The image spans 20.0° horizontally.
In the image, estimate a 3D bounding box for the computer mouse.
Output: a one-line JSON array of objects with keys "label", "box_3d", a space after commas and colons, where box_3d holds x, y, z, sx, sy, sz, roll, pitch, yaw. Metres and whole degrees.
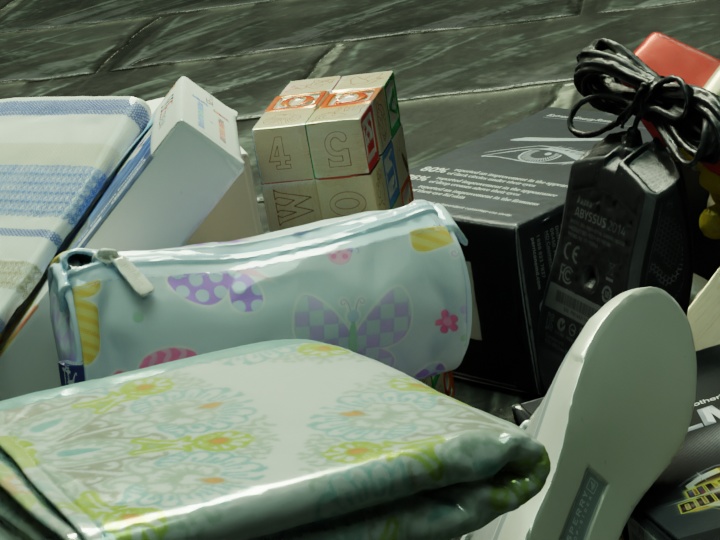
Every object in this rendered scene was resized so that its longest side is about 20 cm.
[{"label": "computer mouse", "box_3d": [0.148, -0.011, 1.079, 0.053, 0.201, 0.138, 2, 19, -30]}]

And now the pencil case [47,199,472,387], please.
[{"label": "pencil case", "box_3d": [-0.048, 0.020, 0.959, 0.199, 0.091, 0.083, -8, 19, -15]}]

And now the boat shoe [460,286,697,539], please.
[{"label": "boat shoe", "box_3d": [0.087, 0.094, 0.897, 0.068, 0.072, 0.201, -13, 47, 50]}]

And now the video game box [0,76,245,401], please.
[{"label": "video game box", "box_3d": [-0.137, -0.004, 1.072, 0.200, 0.047, 0.182, -52, 9, 6]}]

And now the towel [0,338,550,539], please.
[{"label": "towel", "box_3d": [-0.052, 0.079, 0.807, 0.199, 0.048, 0.171, -12, 19, -26]}]

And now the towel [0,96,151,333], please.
[{"label": "towel", "box_3d": [-0.204, -0.017, 1.059, 0.146, 0.024, 0.200, 1, 48, 35]}]

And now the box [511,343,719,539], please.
[{"label": "box", "box_3d": [0.199, 0.088, 0.971, 0.199, 0.050, 0.199, -14, 21, -13]}]

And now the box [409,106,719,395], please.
[{"label": "box", "box_3d": [0.111, -0.018, 1.228, 0.200, 0.105, 0.148, -24, 23, -38]}]

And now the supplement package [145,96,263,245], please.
[{"label": "supplement package", "box_3d": [-0.141, -0.034, 1.371, 0.121, 0.120, 0.200, -14, 19, -11]}]

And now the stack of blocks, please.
[{"label": "stack of blocks", "box_3d": [0.000, 0.000, 1.083, 0.058, 0.201, 0.115, -5, 20, 13]}]

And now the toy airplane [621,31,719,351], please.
[{"label": "toy airplane", "box_3d": [0.247, -0.039, 1.155, 0.199, 0.200, 0.141, -4, -10, -13]}]
